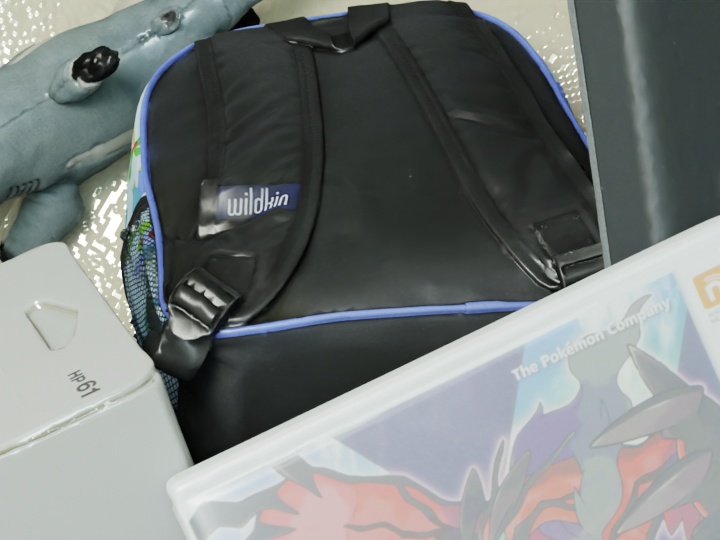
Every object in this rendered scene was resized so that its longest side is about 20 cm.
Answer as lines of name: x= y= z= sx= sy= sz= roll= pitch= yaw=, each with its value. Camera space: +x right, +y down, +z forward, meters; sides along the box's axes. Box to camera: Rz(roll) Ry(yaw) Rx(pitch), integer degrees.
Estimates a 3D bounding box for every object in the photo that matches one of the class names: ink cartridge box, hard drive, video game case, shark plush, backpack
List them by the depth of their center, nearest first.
video game case: x=0.065 y=0.106 z=0.796 sx=0.199 sy=0.023 sz=0.183 roll=-25 pitch=95 yaw=-6
hard drive: x=0.135 y=-0.034 z=0.861 sx=0.139 sy=0.033 sz=0.201 roll=-11 pitch=94 yaw=-41
ink cartridge box: x=-0.092 y=0.109 z=0.870 sx=0.084 sy=0.145 sz=0.201 roll=-23 pitch=114 yaw=-13
backpack: x=0.000 y=0.000 z=0.942 sx=0.182 sy=0.200 sz=0.147 roll=-6 pitch=129 yaw=-9
shark plush: x=-0.101 y=-0.067 z=1.001 sx=0.199 sy=0.083 sz=0.091 roll=-21 pitch=85 yaw=3
